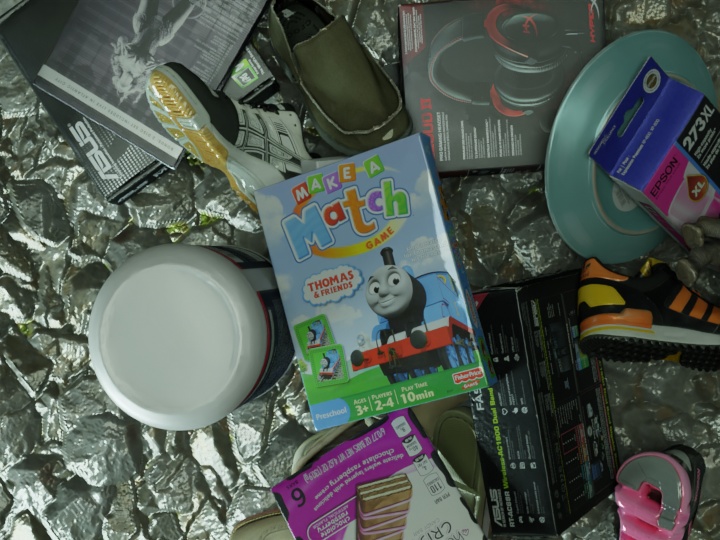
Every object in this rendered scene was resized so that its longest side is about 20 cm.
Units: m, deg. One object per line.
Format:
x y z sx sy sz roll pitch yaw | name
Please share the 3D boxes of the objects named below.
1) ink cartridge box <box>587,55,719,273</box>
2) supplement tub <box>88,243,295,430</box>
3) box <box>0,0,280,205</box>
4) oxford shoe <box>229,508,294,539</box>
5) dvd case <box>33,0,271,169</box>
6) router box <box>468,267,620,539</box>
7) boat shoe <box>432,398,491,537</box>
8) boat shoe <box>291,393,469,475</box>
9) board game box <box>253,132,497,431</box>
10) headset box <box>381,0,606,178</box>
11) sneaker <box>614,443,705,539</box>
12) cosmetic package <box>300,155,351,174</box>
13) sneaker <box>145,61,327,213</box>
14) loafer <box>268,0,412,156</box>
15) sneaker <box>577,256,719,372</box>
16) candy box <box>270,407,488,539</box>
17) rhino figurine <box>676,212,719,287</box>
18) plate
0.277 -0.083 0.837 0.199 0.037 0.095 34 90 -34 | ink cartridge box
-0.127 0.049 0.830 0.139 0.200 0.142 0 91 8 | supplement tub
-0.205 -0.197 0.917 0.192 0.048 0.201 -34 88 0 | box
-0.036 0.256 0.876 0.198 0.075 0.071 0 101 21 | oxford shoe
-0.178 -0.214 0.885 0.148 0.016 0.201 30 91 2 | dvd case
0.153 0.106 0.840 0.062 0.149 0.203 -9 89 35 | router box
0.095 0.208 0.881 0.074 0.068 0.202 26 116 33 | boat shoe
0.028 0.145 0.893 0.198 0.065 0.073 -27 88 3 | boat shoe
0.009 0.011 0.795 0.150 0.037 0.202 -17 85 19 | board game box
0.115 -0.160 0.883 0.197 0.075 0.151 -3 91 3 | headset box
0.257 0.240 0.875 0.079 0.095 0.202 25 116 31 | sneaker
0.000 0.000 0.875 0.082 0.051 0.203 -8 100 -19 | cosmetic package
-0.101 -0.123 0.867 0.088 0.075 0.200 -54 131 -11 | sneaker
-0.028 -0.173 0.853 0.075 0.070 0.200 -36 58 -8 | loafer
0.277 0.033 0.861 0.198 0.070 0.091 6 69 -19 | sneaker
0.033 0.230 0.798 0.136 0.061 0.201 -31 70 -2 | candy box
0.337 0.038 0.810 0.087 0.060 0.201 -24 78 -25 | rhino figurine
0.239 -0.099 0.842 0.198 0.026 0.203 -12 114 -29 | plate
